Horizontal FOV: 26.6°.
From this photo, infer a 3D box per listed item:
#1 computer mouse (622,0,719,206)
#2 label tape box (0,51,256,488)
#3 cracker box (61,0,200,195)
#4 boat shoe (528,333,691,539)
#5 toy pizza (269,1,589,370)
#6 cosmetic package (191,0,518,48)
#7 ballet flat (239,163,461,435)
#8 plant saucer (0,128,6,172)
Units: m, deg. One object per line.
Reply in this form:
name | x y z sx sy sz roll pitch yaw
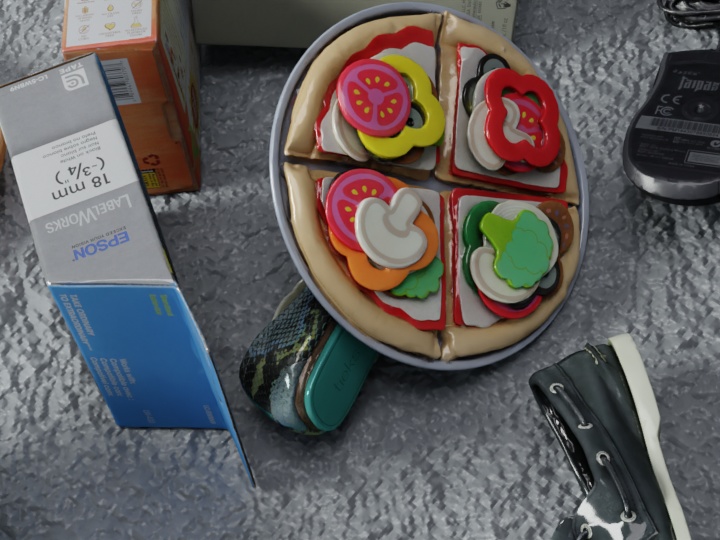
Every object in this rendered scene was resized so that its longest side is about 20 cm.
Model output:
computer mouse | 0.231 -0.093 0.881 0.140 0.046 0.201 6 46 16
label tape box | -0.124 0.010 0.794 0.063 0.145 0.201 -20 56 -7
cracker box | -0.134 -0.164 0.919 0.057 0.134 0.201 -5 55 3
boat shoe | 0.121 0.120 0.733 0.066 0.075 0.200 -10 55 3
toy pizza | 0.045 -0.048 0.809 0.199 0.032 0.201 6 77 -28
cosmetic package | -0.002 -0.195 0.945 0.199 0.071 0.106 1 53 -1
ballet flat | 0.000 0.000 0.837 0.074 0.074 0.200 26 59 22
plant saucer | -0.311 -0.062 0.932 0.199 0.038 0.201 -3 56 4
